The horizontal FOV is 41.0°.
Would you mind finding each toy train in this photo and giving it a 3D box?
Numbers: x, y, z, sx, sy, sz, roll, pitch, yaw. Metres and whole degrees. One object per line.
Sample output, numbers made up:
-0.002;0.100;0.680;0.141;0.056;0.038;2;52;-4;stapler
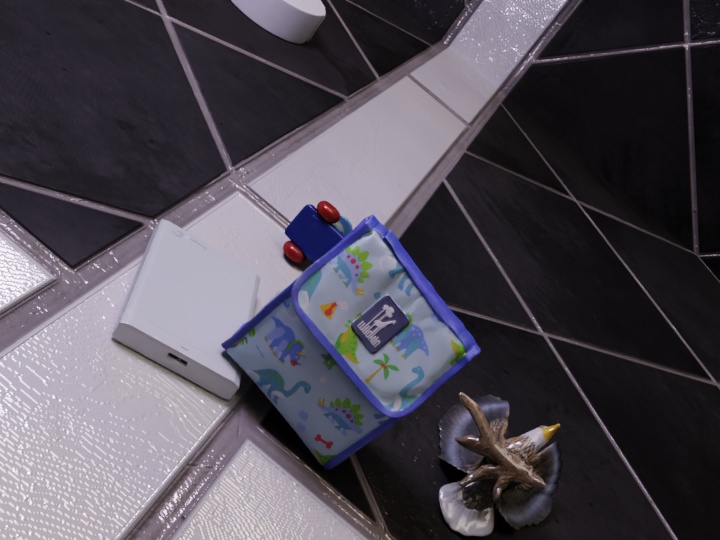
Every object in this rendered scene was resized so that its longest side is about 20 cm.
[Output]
0.000;0.000;1.242;0.200;0.085;0.116;44;12;9;toy train

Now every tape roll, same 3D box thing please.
-0.167;-0.533;1.877;0.201;0.071;0.203;31;26;-17;tape roll

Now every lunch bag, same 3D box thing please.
-0.006;0.068;0.943;0.170;0.199;0.127;50;24;-4;lunch bag

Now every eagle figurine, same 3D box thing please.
0.163;0.214;1.088;0.200;0.149;0.154;60;29;-79;eagle figurine

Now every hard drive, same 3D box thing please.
-0.174;0.035;1.001;0.131;0.026;0.201;32;27;-17;hard drive
